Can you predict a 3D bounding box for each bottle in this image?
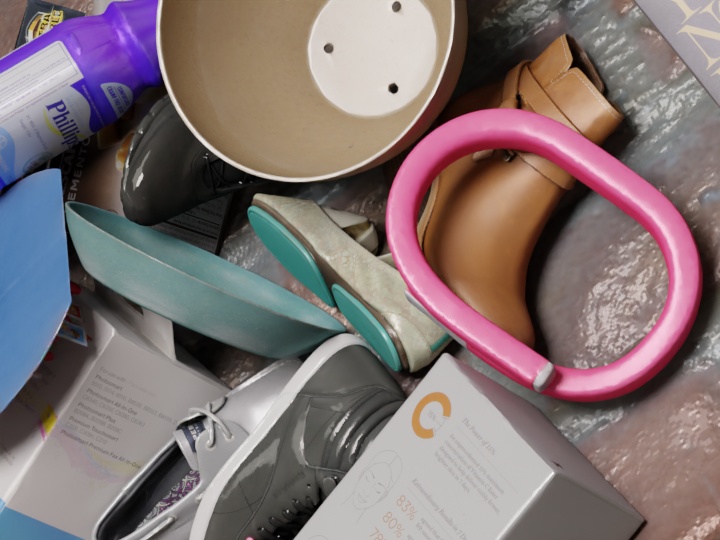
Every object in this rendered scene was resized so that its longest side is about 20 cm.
[{"bbox_3d":[-0.194,-0.127,1.617,0.200,0.084,0.065,-31,66,-6],"label":"bottle"}]

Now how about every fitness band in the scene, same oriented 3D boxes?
[{"bbox_3d":[0.108,-0.011,1.427,0.200,0.037,0.144,37,83,16],"label":"fitness band"}]

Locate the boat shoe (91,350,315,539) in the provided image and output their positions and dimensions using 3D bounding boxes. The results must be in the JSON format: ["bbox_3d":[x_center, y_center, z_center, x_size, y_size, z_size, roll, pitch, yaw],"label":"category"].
[{"bbox_3d":[-0.098,0.122,1.574,0.200,0.068,0.072,-42,46,12],"label":"boat shoe"}]

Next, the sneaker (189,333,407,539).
[{"bbox_3d":[-0.032,0.145,1.506,0.099,0.071,0.200,38,97,42],"label":"sneaker"}]

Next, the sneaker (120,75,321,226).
[{"bbox_3d":[-0.076,-0.091,1.621,0.200,0.076,0.091,-39,52,-25],"label":"sneaker"}]

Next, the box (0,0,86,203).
[{"bbox_3d":[-0.251,-0.089,1.761,0.200,0.046,0.159,132,152,-70],"label":"box"}]

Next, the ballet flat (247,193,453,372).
[{"bbox_3d":[0.000,0.000,1.574,0.062,0.068,0.200,-34,47,-14],"label":"ballet flat"}]

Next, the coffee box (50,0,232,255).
[{"bbox_3d":[-0.144,-0.112,1.708,0.114,0.080,0.200,12,85,41],"label":"coffee box"}]

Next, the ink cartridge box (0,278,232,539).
[{"bbox_3d":[-0.192,0.099,1.628,0.200,0.125,0.129,-56,42,2],"label":"ink cartridge box"}]

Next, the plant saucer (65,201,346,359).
[{"bbox_3d":[-0.106,0.012,1.551,0.200,0.200,0.036,30,96,45],"label":"plant saucer"}]

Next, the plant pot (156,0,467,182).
[{"bbox_3d":[-0.014,-0.152,1.544,0.200,0.134,0.201,-1,88,20],"label":"plant pot"}]

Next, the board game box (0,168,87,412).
[{"bbox_3d":[-0.228,0.032,1.579,0.158,0.039,0.200,-43,35,25],"label":"board game box"}]

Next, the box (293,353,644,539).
[{"bbox_3d":[0.046,0.172,1.405,0.200,0.097,0.124,-51,45,8],"label":"box"}]

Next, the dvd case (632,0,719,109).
[{"bbox_3d":[0.243,-0.175,1.411,0.149,0.016,0.200,-41,74,17],"label":"dvd case"}]

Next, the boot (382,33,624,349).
[{"bbox_3d":[0.104,-0.047,1.490,0.155,0.074,0.200,-36,51,16],"label":"boot"}]
